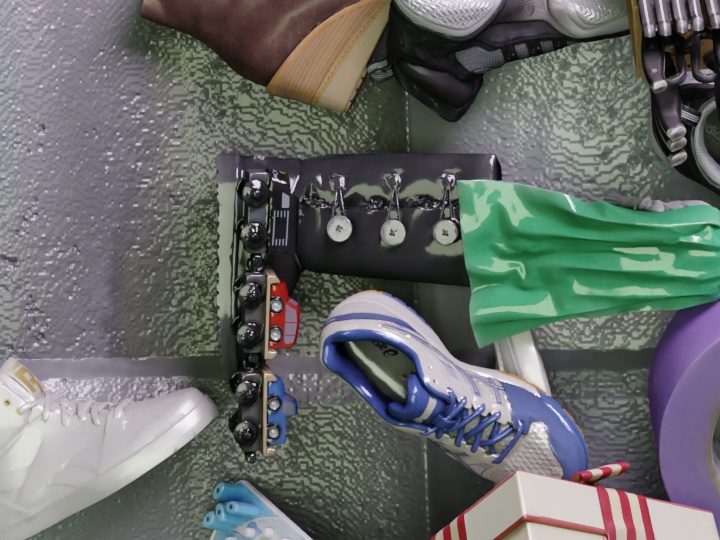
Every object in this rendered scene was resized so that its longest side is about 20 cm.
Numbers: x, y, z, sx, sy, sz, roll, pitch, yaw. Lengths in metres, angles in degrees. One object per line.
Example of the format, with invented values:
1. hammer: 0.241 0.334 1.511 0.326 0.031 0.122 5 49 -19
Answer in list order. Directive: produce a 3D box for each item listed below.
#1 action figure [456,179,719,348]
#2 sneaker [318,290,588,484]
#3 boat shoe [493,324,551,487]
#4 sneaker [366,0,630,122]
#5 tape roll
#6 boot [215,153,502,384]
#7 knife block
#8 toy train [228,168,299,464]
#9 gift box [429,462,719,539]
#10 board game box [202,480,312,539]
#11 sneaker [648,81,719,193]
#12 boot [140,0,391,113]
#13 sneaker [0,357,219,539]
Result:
1. action figure: 0.168 -0.011 1.237 0.198 0.055 0.119 -2 116 17
2. sneaker: 0.055 0.093 1.245 0.199 0.088 0.076 31 109 8
3. boat shoe: 0.104 0.125 1.316 0.068 0.072 0.202 -9 104 4
4. sneaker: 0.099 -0.161 1.282 0.198 0.114 0.076 -2 55 -24
5. tape roll: 0.291 0.096 1.252 0.198 0.085 0.202 2 113 4
6. boot: 0.000 -0.001 1.319 0.198 0.066 0.167 0 103 -1
7. knife block: 0.202 -0.163 1.211 0.063 0.200 0.177 -6 99 6
8. toy train: -0.062 0.032 1.276 0.045 0.034 0.202 0 103 -14
9. gift box: 0.133 0.241 1.207 0.184 0.199 0.188 -40 46 39
10. board game box: -0.080 0.273 1.298 0.026 0.200 0.201 17 100 -40
11. sneaker: 0.281 -0.060 1.243 0.199 0.114 0.076 27 96 3
12. boot: -0.043 -0.222 1.290 0.165 0.072 0.201 28 101 1
13. sneaker: -0.208 0.106 1.341 0.199 0.074 0.116 -28 95 9
